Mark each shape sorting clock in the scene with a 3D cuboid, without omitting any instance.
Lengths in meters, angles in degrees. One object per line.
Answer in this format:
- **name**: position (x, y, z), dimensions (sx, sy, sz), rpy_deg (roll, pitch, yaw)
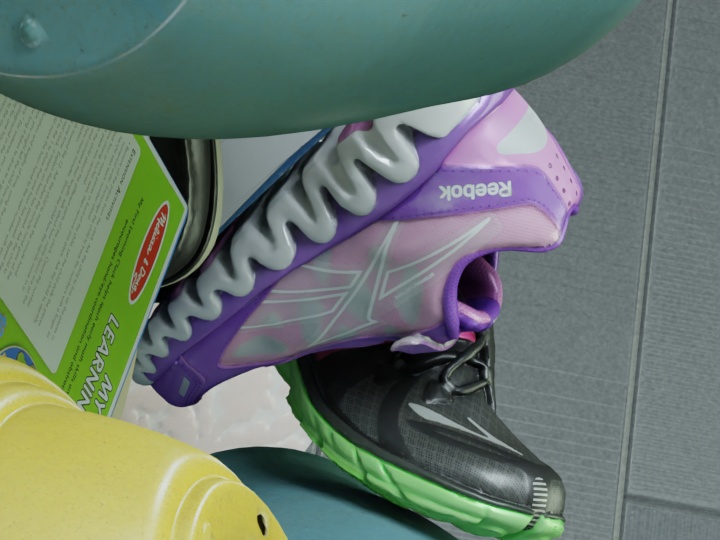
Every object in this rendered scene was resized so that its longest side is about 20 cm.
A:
- **shape sorting clock**: position (-0.103, 0.002, 0.788), dimensions (0.200, 0.039, 0.200), rpy_deg (4, 90, -67)

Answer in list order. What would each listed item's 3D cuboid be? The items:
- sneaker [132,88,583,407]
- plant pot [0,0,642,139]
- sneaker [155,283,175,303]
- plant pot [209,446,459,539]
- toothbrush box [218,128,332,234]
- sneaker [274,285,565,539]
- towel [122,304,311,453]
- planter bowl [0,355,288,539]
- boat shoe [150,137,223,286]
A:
- **sneaker**: position (0.000, 0.000, 1.002), dimensions (0.200, 0.088, 0.081), rpy_deg (-39, -168, 35)
- **plant pot**: position (-0.036, -0.121, 0.671), dimensions (0.161, 0.200, 0.201), rpy_deg (-25, 134, -55)
- **sneaker**: position (-0.124, 0.005, 1.175), dimensions (0.200, 0.076, 0.088), rpy_deg (18, -87, 53)
- **plant pot**: position (-0.024, 0.165, 1.059), dimensions (0.188, 0.200, 0.200), rpy_deg (-126, -136, -61)
- **toothbrush box**: position (-0.086, -0.091, 1.052), dimensions (0.085, 0.146, 0.200), rpy_deg (-43, -172, 3)
- **sneaker**: position (0.016, 0.026, 1.065), dimensions (0.084, 0.077, 0.200), rpy_deg (-53, -134, 15)
- **towel**: position (-0.107, 0.063, 1.328), dimensions (0.191, 0.200, 0.032), rpy_deg (-54, -137, -2)
- **planter bowl**: position (-0.059, 0.101, 0.683), dimensions (0.200, 0.083, 0.201), rpy_deg (-13, 90, -74)
- **boat shoe**: position (-0.097, -0.088, 0.914), dimensions (0.063, 0.074, 0.202), rpy_deg (-65, 139, -83)
